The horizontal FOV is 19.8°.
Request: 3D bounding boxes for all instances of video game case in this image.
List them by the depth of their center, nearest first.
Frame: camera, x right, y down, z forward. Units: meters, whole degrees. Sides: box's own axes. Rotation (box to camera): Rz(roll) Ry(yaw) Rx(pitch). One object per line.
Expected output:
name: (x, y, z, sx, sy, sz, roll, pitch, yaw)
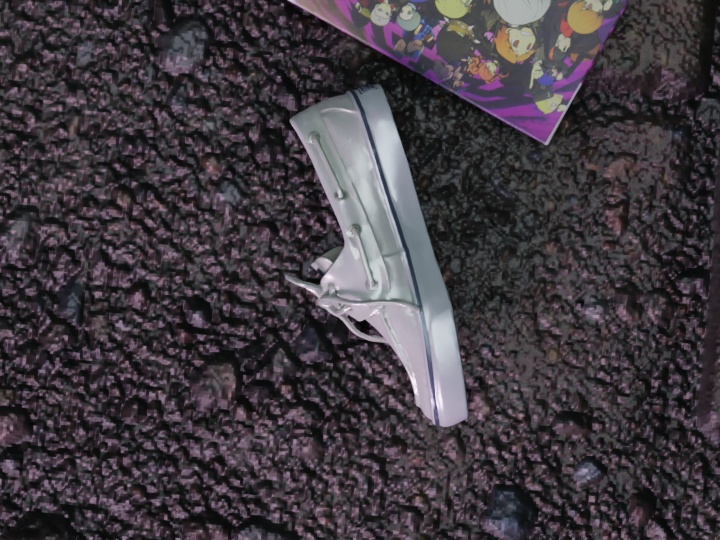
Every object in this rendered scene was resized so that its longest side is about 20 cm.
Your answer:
video game case: (0.066, -0.199, 1.192, 0.200, 0.036, 0.182, 29, 102, -3)

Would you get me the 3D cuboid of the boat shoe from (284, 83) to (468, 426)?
boat shoe: (0.000, -0.001, 1.190, 0.086, 0.075, 0.203, -16, 89, -2)
